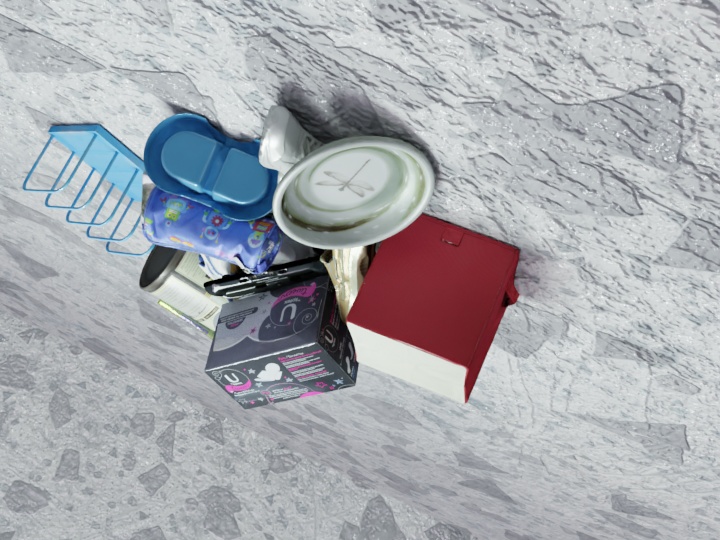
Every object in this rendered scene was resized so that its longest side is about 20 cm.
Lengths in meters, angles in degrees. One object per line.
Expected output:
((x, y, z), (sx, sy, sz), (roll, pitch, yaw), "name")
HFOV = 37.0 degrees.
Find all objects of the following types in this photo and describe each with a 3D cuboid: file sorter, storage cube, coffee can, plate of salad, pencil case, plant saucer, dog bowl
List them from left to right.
((-0.413, -0.124, 1.720), (0.138, 0.123, 0.200), (7, 154, 43), "file sorter")
((-0.259, 0.018, 1.863), (0.200, 0.147, 0.146), (34, 159, -24), "coffee can")
((-0.207, -0.053, 1.498), (0.199, 0.087, 0.078), (17, 149, 8), "pencil case")
((-0.193, -0.135, 1.454), (0.199, 0.112, 0.050), (22, 175, 7), "dog bowl")
((-0.162, -0.062, 1.690), (0.199, 0.048, 0.200), (14, 160, 5), "plate of salad")
((-0.011, -0.105, 1.305), (0.199, 0.050, 0.200), (-10, 146, -7), "plant saucer")
((0.100, 0.050, 1.462), (0.199, 0.180, 0.171), (22, 161, 13), "storage cube")

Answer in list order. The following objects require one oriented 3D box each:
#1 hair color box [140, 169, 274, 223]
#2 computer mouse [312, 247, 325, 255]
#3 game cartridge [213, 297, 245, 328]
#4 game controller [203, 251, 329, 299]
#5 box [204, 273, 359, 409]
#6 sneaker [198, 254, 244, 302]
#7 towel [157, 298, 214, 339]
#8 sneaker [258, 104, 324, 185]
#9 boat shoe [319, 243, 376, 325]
((-0.216, -0.090, 1.569), (0.199, 0.061, 0.099), (19, 134, 6), "hair color box")
((-0.027, -0.067, 1.546), (0.058, 0.034, 0.200), (18, 155, -10), "computer mouse")
((-0.139, 0.054, 1.761), (0.042, 0.199, 0.133), (62, -178, 22), "game cartridge")
((-0.128, 0.004, 1.579), (0.199, 0.042, 0.104), (-13, 169, 12), "game controller")
((-0.110, 0.105, 1.583), (0.199, 0.133, 0.115), (-15, 135, 26), "box")
((-0.212, -0.007, 1.725), (0.088, 0.075, 0.200), (26, 156, 11), "sneaker")
((-0.258, 0.054, 1.959), (0.200, 0.144, 0.023), (35, 155, -23), "towel")
((-0.063, -0.143, 1.340), (0.099, 0.078, 0.200), (10, 164, 15), "sneaker")
((-0.019, -0.010, 1.496), (0.076, 0.072, 0.201), (14, 123, 16), "boat shoe")
